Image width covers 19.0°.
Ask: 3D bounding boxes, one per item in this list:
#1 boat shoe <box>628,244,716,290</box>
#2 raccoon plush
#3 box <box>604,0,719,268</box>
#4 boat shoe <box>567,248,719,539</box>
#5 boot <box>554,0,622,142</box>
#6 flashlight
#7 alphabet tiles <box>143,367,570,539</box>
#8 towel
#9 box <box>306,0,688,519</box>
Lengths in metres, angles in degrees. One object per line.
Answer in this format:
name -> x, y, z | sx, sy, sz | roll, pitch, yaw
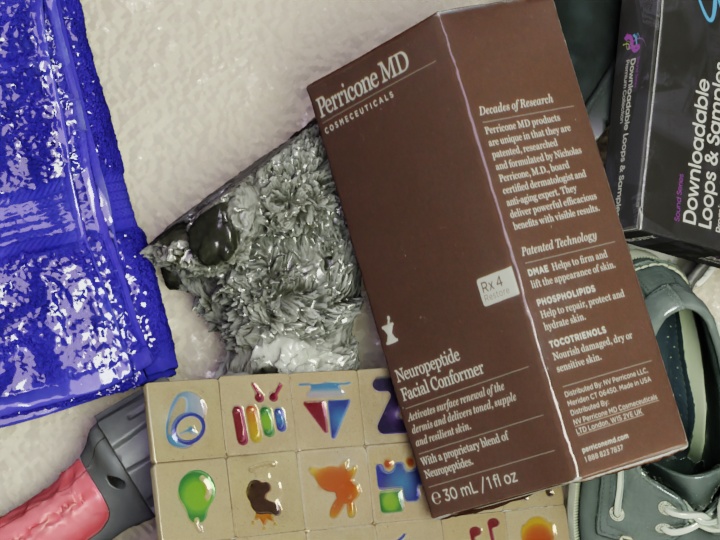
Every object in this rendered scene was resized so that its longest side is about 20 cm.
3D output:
boat shoe -> 0.097, 0.022, 0.993 | 0.200, 0.060, 0.074 | -37, 90, -7
raccoon plush -> 0.000, 0.000, 0.975 | 0.200, 0.097, 0.134 | -37, 97, -8
box -> 0.200, -0.065, 0.978 | 0.199, 0.036, 0.144 | 14, 76, -31
boat shoe -> 0.136, 0.093, 0.961 | 0.072, 0.062, 0.201 | -13, 108, -19
boot -> 0.068, -0.149, 0.993 | 0.162, 0.073, 0.199 | 33, 69, -6
flashlight -> -0.159, 0.119, 0.955 | 0.199, 0.068, 0.068 | -33, 98, -5
alphabet tiles -> 0.007, 0.125, 0.921 | 0.199, 0.008, 0.168 | -2, 80, -30
towel -> -0.176, -0.029, 0.978 | 0.147, 0.050, 0.201 | -15, 86, -7
box -> 0.056, -0.004, 0.914 | 0.075, 0.100, 0.201 | -10, 81, -39
